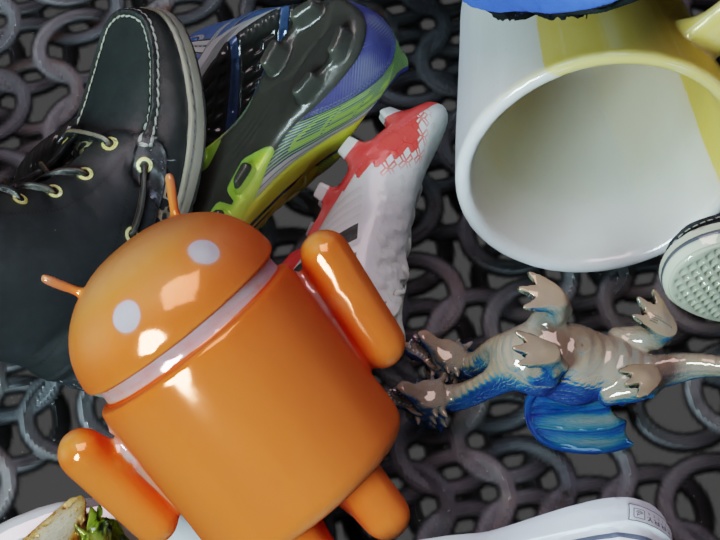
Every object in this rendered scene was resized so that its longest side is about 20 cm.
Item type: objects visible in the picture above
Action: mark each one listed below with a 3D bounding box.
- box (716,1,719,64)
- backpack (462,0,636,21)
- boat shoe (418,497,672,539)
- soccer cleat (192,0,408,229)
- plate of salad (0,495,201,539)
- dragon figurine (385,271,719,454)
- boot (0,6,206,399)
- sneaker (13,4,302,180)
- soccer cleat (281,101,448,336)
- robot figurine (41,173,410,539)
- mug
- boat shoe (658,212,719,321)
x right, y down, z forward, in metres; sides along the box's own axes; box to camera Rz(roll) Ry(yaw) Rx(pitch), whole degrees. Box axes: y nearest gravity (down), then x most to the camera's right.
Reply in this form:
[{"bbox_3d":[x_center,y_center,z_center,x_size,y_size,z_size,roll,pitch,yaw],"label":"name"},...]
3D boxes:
[{"bbox_3d":[0.292,-0.182,1.183,0.147,0.200,0.125,16,54,-12],"label":"box"},{"bbox_3d":[0.105,-0.224,1.088,0.200,0.168,0.162,-46,25,-21],"label":"backpack"},{"bbox_3d":[0.047,0.160,1.017,0.199,0.074,0.067,-26,39,29],"label":"boat shoe"},{"bbox_3d":[-0.048,-0.054,1.204,0.200,0.084,0.065,-50,53,10],"label":"soccer cleat"},{"bbox_3d":[-0.131,0.190,1.069,0.198,0.048,0.201,-2,54,2],"label":"plate of salad"},{"bbox_3d":[0.114,0.054,1.134,0.198,0.100,0.059,9,63,-5],"label":"dragon figurine"},{"bbox_3d":[-0.160,-0.043,1.133,0.073,0.153,0.206,4,85,46],"label":"boot"},{"bbox_3d":[-0.101,-0.082,1.257,0.199,0.076,0.077,-28,18,-5],"label":"sneaker"},{"bbox_3d":[0.000,0.000,1.184,0.085,0.069,0.200,33,69,11],"label":"soccer cleat"},{"bbox_3d":[-0.061,0.058,1.076,0.201,0.143,0.117,53,33,-8],"label":"robot figurine"},{"bbox_3d":[0.133,-0.110,1.197,0.185,0.150,0.154,-15,45,7],"label":"mug"},{"bbox_3d":[0.222,-0.024,1.154,0.199,0.075,0.062,-15,54,-34],"label":"boat shoe"}]
